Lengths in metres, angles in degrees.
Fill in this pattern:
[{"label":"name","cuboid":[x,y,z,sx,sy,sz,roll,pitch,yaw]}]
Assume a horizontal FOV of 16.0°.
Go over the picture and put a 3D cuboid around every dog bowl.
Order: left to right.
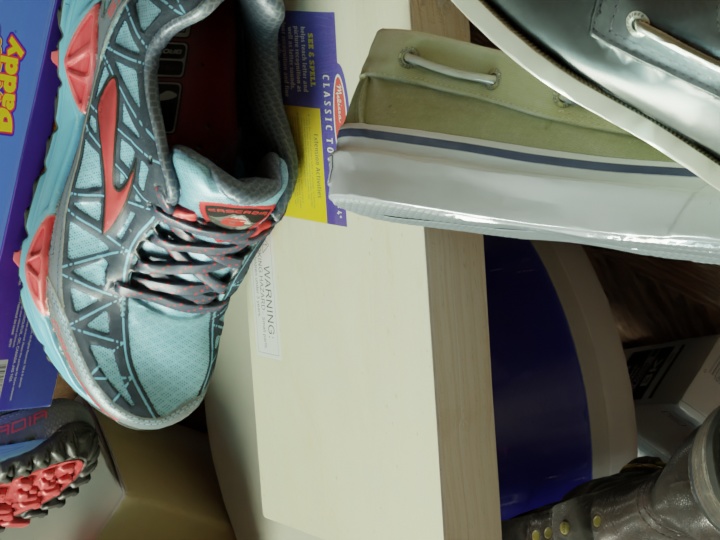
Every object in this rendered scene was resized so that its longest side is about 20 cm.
[{"label":"dog bowl","cuboid":[0.018,0.056,0.991,0.079,0.200,0.200,-9,-169,-30]}]

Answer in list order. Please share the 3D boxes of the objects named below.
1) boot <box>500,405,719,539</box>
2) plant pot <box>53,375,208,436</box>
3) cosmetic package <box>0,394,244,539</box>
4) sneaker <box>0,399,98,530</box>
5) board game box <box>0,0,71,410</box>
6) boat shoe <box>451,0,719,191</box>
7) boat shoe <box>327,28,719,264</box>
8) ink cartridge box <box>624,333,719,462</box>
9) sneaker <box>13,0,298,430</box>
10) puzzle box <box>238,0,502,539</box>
[{"label":"boot","cuboid":[0.153,0.082,0.860,0.200,0.069,0.174,8,161,-18]},{"label":"plant pot","cuboid":[-0.124,-0.010,1.138,0.200,0.200,0.198,24,158,35]},{"label":"cosmetic package","cuboid":[-0.059,0.137,1.117,0.200,0.105,0.071,21,-156,-36]},{"label":"sneaker","cuboid":[-0.199,0.059,1.042,0.200,0.096,0.079,-9,166,25]},{"label":"board game box","cuboid":[-0.157,-0.063,0.978,0.134,0.200,0.045,24,-164,36]},{"label":"boat shoe","cuboid":[0.099,-0.063,0.693,0.200,0.062,0.073,40,-150,18]},{"label":"boat shoe","cuboid":[0.082,-0.038,0.771,0.200,0.062,0.072,8,178,22]},{"label":"ink cartridge box","cuboid":[0.149,0.073,1.090,0.099,0.039,0.200,35,168,-8]},{"label":"sneaker","cuboid":[-0.068,-0.028,0.908,0.079,0.200,0.096,-9,-155,-31]},{"label":"puzzle box","cuboid":[0.000,0.000,0.899,0.025,0.200,0.133,-8,-170,-29]}]
